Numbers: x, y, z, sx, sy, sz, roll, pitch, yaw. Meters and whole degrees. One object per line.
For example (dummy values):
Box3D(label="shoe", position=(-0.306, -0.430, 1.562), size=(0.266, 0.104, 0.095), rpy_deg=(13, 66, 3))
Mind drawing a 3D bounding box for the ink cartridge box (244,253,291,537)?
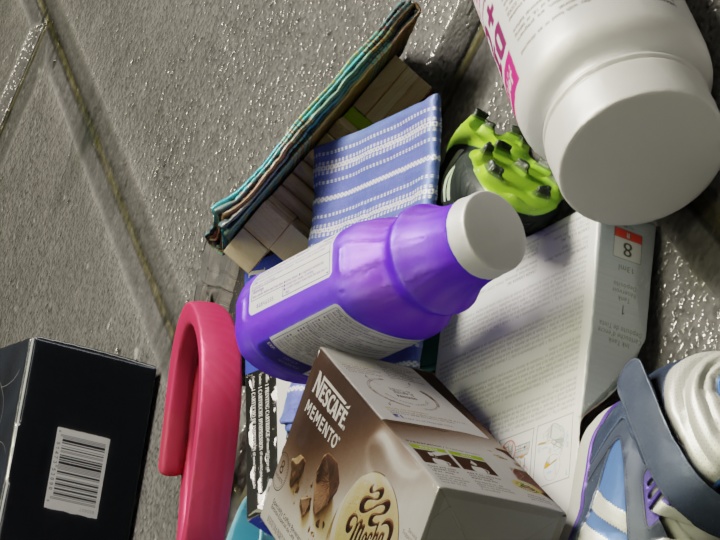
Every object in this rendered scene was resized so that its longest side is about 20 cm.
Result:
Box3D(label="ink cartridge box", position=(-0.030, 0.075, 1.432), size=(0.094, 0.044, 0.201), rpy_deg=(-21, 53, 27))

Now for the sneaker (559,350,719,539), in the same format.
Box3D(label="sneaker", position=(0.159, 0.135, 1.031), size=(0.146, 0.080, 0.201), rpy_deg=(-37, 39, 56))

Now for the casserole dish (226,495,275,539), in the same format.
Box3D(label="casserole dish", position=(-0.086, 0.251, 1.462), size=(0.121, 0.039, 0.201), rpy_deg=(-132, 62, -76))

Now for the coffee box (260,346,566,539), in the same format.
Box3D(label="coffee box", position=(0.023, 0.133, 1.144), size=(0.114, 0.079, 0.200), rpy_deg=(-71, 24, 13))

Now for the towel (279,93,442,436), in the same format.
Box3D(label="towel", position=(0.000, 0.000, 1.323), size=(0.145, 0.024, 0.201), rpy_deg=(-19, 61, 56))

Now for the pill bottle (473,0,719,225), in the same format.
Box3D(label="pill bottle", position=(0.133, -0.127, 1.191), size=(0.114, 0.113, 0.201), rpy_deg=(-55, 32, 32))

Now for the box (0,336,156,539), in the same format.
Box3D(label="box", position=(-0.280, 0.175, 1.802), size=(0.196, 0.123, 0.201), rpy_deg=(-15, 63, 58))

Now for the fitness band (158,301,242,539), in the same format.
Box3D(label="fitness band", position=(-0.114, 0.122, 1.511), size=(0.144, 0.037, 0.201), rpy_deg=(-126, 41, -68))

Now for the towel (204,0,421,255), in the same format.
Box3D(label="towel", position=(-0.035, -0.096, 1.441), size=(0.200, 0.022, 0.147), rpy_deg=(-49, 0, -8))

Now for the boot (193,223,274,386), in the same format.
Box3D(label="boot", position=(-0.080, -0.022, 1.589), size=(0.201, 0.069, 0.132), rpy_deg=(-69, 26, 12))

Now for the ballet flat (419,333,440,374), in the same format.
Box3D(label="ballet flat", position=(0.029, 0.012, 1.371), size=(0.064, 0.075, 0.201), rpy_deg=(85, -177, -51))

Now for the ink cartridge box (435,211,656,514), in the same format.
Box3D(label="ink cartridge box", position=(0.100, 0.077, 1.209), size=(0.162, 0.050, 0.201), rpy_deg=(-29, 50, 54))

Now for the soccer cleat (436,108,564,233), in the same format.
Box3D(label="soccer cleat", position=(0.077, -0.041, 1.269), size=(0.200, 0.067, 0.081), rpy_deg=(-95, 29, -77))

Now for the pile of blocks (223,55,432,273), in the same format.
Box3D(label="pile of blocks", position=(-0.010, -0.061, 1.452), size=(0.200, 0.062, 0.082), rpy_deg=(-49, -1, -19))

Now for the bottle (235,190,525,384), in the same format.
Box3D(label="bottle", position=(0.012, 0.009, 1.208), size=(0.200, 0.083, 0.066), rpy_deg=(-27, 53, 47))
